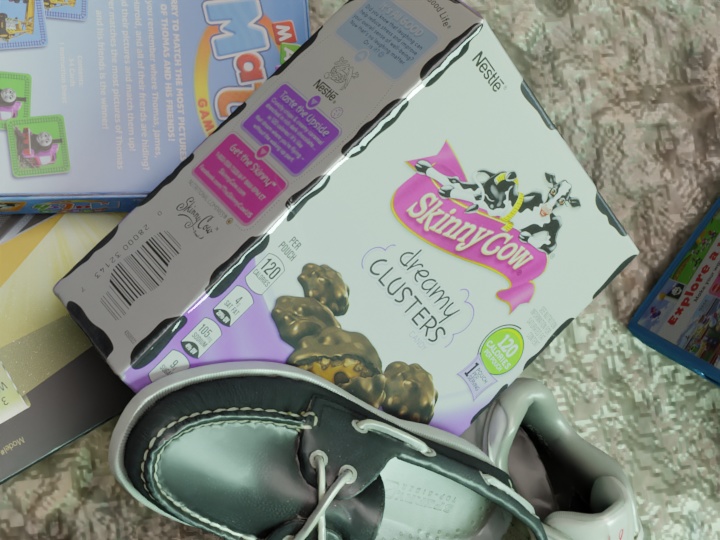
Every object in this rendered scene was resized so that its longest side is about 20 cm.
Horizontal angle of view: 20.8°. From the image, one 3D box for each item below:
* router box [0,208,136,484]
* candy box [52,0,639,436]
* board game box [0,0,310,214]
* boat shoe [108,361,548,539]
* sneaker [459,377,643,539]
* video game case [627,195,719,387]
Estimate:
[{"bbox_3d":[-0.130,-0.014,0.872,0.199,0.052,0.158,-31,90,-18],"label":"router box"},{"bbox_3d":[0.000,0.000,0.829,0.200,0.072,0.168,-45,134,-3],"label":"candy box"},{"bbox_3d":[-0.119,-0.101,0.843,0.198,0.037,0.153,-2,80,-17],"label":"board game box"},{"bbox_3d":[-0.005,0.088,0.785,0.198,0.060,0.076,11,107,-36],"label":"boat shoe"},{"bbox_3d":[0.098,0.136,0.883,0.078,0.099,0.201,-35,92,-27],"label":"sneaker"},{"bbox_3d":[0.223,0.005,0.886,0.018,0.200,0.144,38,87,-35],"label":"video game case"}]
